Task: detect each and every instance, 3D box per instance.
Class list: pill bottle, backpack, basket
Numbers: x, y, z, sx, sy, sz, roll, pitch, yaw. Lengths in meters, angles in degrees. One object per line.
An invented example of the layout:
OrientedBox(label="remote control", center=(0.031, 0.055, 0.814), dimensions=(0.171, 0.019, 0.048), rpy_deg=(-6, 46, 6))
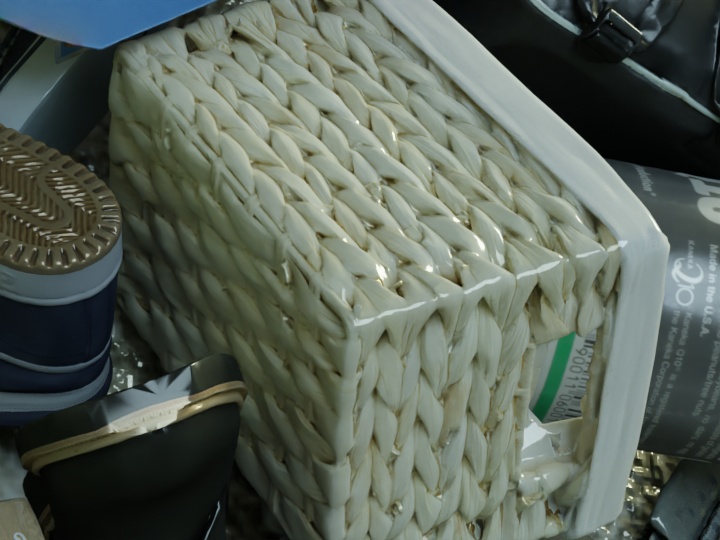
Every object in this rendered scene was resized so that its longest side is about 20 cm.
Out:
OrientedBox(label="pill bottle", center=(0.154, 0.023, 0.964), dimensions=(0.199, 0.113, 0.114), rpy_deg=(10, 63, -10))
OrientedBox(label="backpack", center=(0.121, -0.140, 1.019), dimensions=(0.177, 0.150, 0.201), rpy_deg=(28, 66, -21))
OrientedBox(label="basket", center=(0.000, 0.000, 0.856), dimensions=(0.123, 0.136, 0.200), rpy_deg=(-15, 41, -24))

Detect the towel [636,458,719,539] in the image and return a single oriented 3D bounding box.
OrientedBox(label="towel", center=(0.217, 0.130, 1.015), dimensions=(0.200, 0.035, 0.193), rpy_deg=(40, 56, -5))

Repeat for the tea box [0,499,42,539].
OrientedBox(label="tea box", center=(-0.170, 0.197, 0.699), dimensions=(0.196, 0.134, 0.200), rpy_deg=(-9, 61, -31))

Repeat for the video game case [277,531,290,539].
OrientedBox(label="video game case", center=(0.055, 0.169, 0.838), dimensions=(0.200, 0.182, 0.023), rpy_deg=(38, 91, -7))

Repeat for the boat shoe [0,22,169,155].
OrientedBox(label="boat shoe", center=(-0.117, -0.125, 0.949), dimensions=(0.091, 0.071, 0.200), rpy_deg=(31, 58, 6))

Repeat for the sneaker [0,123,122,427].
OrientedBox(label="sneaker", center=(-0.164, -0.018, 0.876), dimensions=(0.200, 0.109, 0.070), rpy_deg=(34, 53, 28))

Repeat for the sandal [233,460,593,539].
OrientedBox(label="sandal", center=(0.028, 0.078, 0.921), dimensions=(0.200, 0.054, 0.080), rpy_deg=(36, 49, 4))

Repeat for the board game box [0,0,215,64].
OrientedBox(label="board game box", center=(-0.088, -0.147, 0.906), dimensions=(0.200, 0.039, 0.158), rpy_deg=(-27, 63, -28))

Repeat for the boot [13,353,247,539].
OrientedBox(label="boot", center=(-0.058, 0.112, 0.785), dimensions=(0.077, 0.200, 0.139), rpy_deg=(-17, 78, -10))
